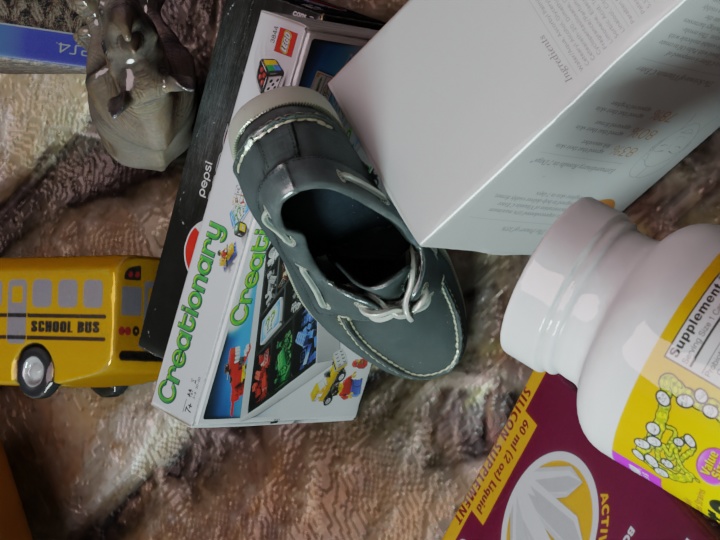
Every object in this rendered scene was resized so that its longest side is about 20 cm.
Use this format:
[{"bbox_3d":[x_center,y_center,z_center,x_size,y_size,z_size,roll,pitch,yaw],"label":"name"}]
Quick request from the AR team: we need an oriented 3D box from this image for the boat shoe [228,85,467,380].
[{"bbox_3d":[0.000,0.000,1.034,0.073,0.200,0.062,-28,45,6],"label":"boat shoe"}]

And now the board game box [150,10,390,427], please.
[{"bbox_3d":[-0.024,-0.022,1.094,0.035,0.126,0.200,25,104,36],"label":"board game box"}]

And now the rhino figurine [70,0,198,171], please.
[{"bbox_3d":[-0.114,-0.102,1.152,0.060,0.200,0.088,-14,86,-6],"label":"rhino figurine"}]

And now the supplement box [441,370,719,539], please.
[{"bbox_3d":[0.128,0.136,0.948,0.111,0.085,0.200,-63,33,16],"label":"supplement box"}]

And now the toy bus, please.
[{"bbox_3d":[-0.188,0.032,1.264,0.200,0.065,0.079,-1,88,39],"label":"toy bus"}]

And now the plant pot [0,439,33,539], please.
[{"bbox_3d":[-0.259,0.179,1.252,0.200,0.200,0.184,-33,53,34],"label":"plant pot"}]

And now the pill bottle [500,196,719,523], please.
[{"bbox_3d":[0.157,0.049,0.879,0.200,0.104,0.104,30,108,19],"label":"pill bottle"}]

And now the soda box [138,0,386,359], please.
[{"bbox_3d":[-0.049,-0.042,1.156,0.071,0.063,0.201,23,103,38],"label":"soda box"}]

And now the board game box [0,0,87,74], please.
[{"bbox_3d":[-0.220,-0.215,1.238,0.097,0.159,0.201,4,92,39],"label":"board game box"}]

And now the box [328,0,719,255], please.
[{"bbox_3d":[0.105,-0.104,0.994,0.200,0.124,0.098,-43,63,29],"label":"box"}]
